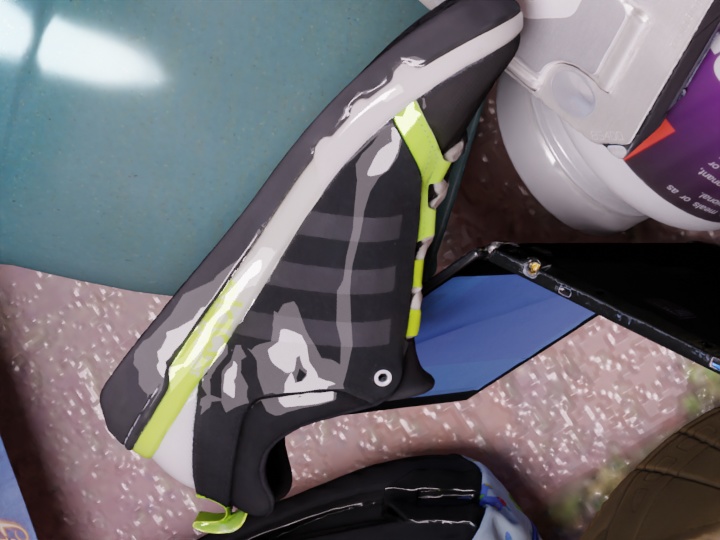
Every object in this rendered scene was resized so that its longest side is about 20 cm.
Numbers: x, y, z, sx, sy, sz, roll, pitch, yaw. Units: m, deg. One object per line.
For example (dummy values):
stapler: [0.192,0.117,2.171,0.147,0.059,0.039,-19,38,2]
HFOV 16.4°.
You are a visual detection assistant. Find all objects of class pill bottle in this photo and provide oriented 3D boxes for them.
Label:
pill bottle: [0.139,-0.086,0.843,0.200,0.112,0.113,-31,94,42]

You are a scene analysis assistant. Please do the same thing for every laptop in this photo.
laptop: [0.091,0.045,0.869,0.199,0.177,0.104,27,105,28]

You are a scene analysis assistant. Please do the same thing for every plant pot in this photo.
plant pot: [-0.046,-0.078,0.899,0.187,0.200,0.201,16,113,0]

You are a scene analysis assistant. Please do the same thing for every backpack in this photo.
backpack: [-0.012,0.152,0.981,0.200,0.163,0.154,-40,98,21]

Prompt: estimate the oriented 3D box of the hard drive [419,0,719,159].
hard drive: [0.037,-0.143,0.772,0.200,0.038,0.140,40,142,11]

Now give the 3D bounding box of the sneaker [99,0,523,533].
sneaker: [0.000,0.000,0.798,0.083,0.072,0.200,40,109,-2]

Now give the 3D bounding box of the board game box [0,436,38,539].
board game box: [-0.203,0.065,1.054,0.135,0.034,0.201,-4,108,51]

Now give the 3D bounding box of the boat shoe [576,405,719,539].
boat shoe: [0.118,0.116,0.917,0.200,0.073,0.065,-37,121,-14]
